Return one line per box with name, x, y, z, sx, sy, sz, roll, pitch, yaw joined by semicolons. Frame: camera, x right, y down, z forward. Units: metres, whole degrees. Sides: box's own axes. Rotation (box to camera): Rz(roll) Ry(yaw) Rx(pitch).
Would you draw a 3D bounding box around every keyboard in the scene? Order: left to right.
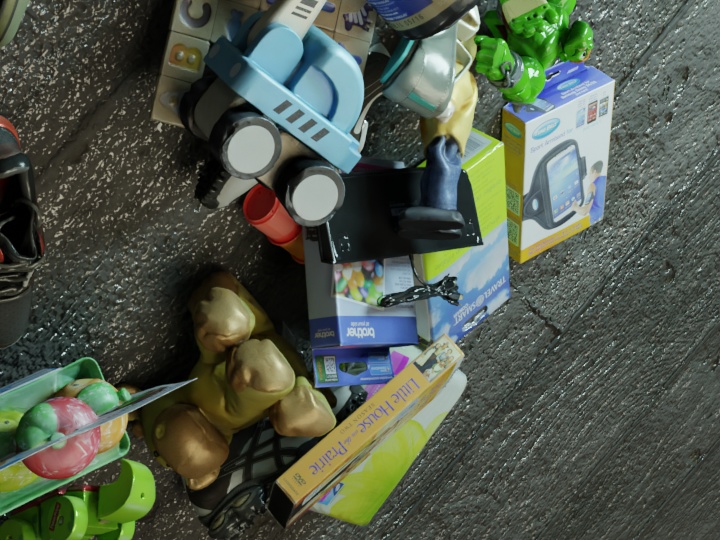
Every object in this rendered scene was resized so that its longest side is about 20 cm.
keyboard;0.038;-0.026;1.305;0.199;0.021;0.128;-7;85;-45

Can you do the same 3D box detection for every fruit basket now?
fruit basket;-0.241;0.121;1.169;0.184;0.094;0.200;-24;178;-27

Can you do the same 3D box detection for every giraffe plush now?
giraffe plush;-0.129;0.113;1.314;0.162;0.173;0.200;-39;175;3

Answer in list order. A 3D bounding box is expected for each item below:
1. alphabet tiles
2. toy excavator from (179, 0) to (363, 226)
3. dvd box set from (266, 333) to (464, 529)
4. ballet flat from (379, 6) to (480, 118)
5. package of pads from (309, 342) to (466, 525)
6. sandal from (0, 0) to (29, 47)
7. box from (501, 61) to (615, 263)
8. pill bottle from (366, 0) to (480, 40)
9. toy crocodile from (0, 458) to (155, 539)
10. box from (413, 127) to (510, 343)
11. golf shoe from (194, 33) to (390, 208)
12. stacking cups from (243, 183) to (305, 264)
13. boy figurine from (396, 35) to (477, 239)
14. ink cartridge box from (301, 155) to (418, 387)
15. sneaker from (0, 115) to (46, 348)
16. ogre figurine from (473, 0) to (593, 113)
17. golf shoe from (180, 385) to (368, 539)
alphabet tiles;-0.064;-0.195;1.144;0.166;0.008;0.202;12;93;-28
toy excavator;-0.050;-0.165;1.071;0.194;0.100;0.200;35;95;-33
dvd box set;0.002;0.146;1.334;0.200;0.029;0.146;-40;170;-17
ballet flat;0.065;-0.195;1.218;0.063;0.201;0.067;31;135;-13
package of pads;0.003;0.156;1.510;0.154;0.068;0.201;27;101;-50
sandal;-0.205;-0.238;1.000;0.057;0.080;0.202;12;121;-42
box;0.196;-0.114;1.502;0.119;0.041;0.201;-27;138;-25
pill bottle;0.009;-0.276;1.103;0.112;0.112;0.200;-48;116;-2
toy crocodile;-0.252;0.212;1.267;0.199;0.062;0.067;-25;153;38
box;0.090;-0.025;1.456;0.122;0.048;0.201;-37;139;-28
golf shoe;-0.045;-0.111;1.216;0.200;0.078;0.095;-45;112;-3
stacking cups;-0.033;-0.017;1.347;0.061;0.060;0.200;-54;140;5
boy figurine;0.066;-0.131;1.274;0.124;0.064;0.202;90;2;-81
ink cartridge box;0.000;0.000;1.312;0.119;0.042;0.202;3;83;-53
sneaker;-0.270;-0.013;1.109;0.077;0.082;0.201;-21;133;-30
ogre figurine;0.155;-0.231;1.325;0.097;0.201;0.120;-4;151;12
golf shoe;-0.085;0.160;1.405;0.200;0.095;0.078;-41;165;-2
